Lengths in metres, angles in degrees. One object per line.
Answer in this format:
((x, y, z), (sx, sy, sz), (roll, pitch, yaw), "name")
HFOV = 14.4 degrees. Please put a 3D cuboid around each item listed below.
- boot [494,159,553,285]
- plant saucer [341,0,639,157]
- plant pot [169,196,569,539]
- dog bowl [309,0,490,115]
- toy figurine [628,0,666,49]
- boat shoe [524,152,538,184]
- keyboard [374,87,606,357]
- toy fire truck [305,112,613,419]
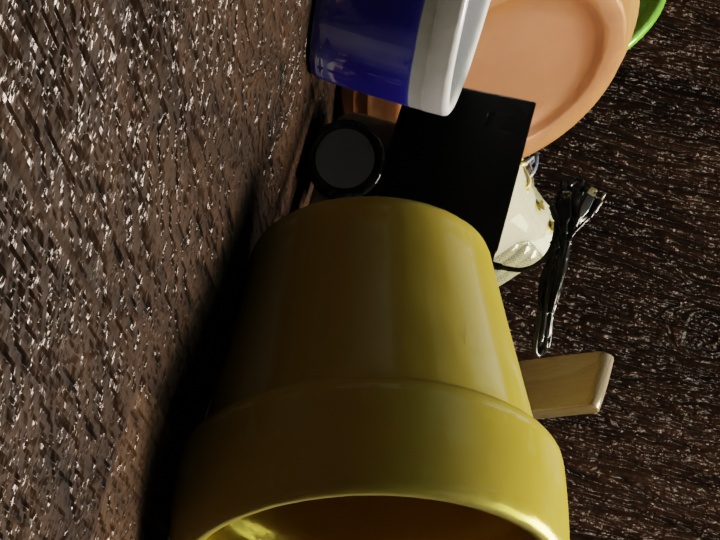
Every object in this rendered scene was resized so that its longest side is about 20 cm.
((0.098, -0.084, 1.940), (0.200, 0.072, 0.155), (-47, 135, -3), "boot")
((0.085, -0.129, 1.726), (0.037, 0.200, 0.200), (59, -29, 37), "plant saucer")
((0.004, 0.074, 1.457), (0.201, 0.200, 0.189), (98, -7, -59), "plant pot")
((0.037, -0.189, 1.542), (0.200, 0.079, 0.201), (15, 90, -86), "dog bowl")
((0.120, -0.249, 1.808), (0.200, 0.150, 0.184), (-38, 132, -15), "toy figurine")
((0.091, -0.076, 2.077), (0.072, 0.072, 0.200), (-79, -173, -70), "boat shoe")
((0.061, -0.004, 1.575), (0.021, 0.127, 0.200), (61, 43, -69), "keyboard")
((0.051, 0.015, 1.632), (0.129, 0.199, 0.176), (69, 37, -83), "toy fire truck")
